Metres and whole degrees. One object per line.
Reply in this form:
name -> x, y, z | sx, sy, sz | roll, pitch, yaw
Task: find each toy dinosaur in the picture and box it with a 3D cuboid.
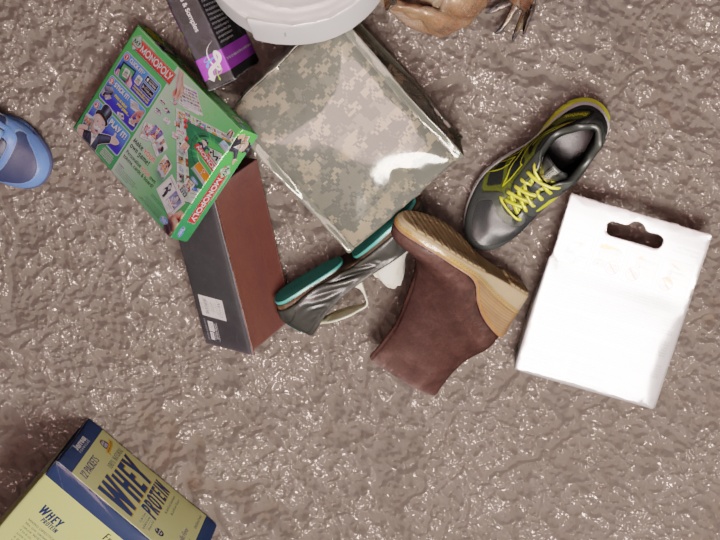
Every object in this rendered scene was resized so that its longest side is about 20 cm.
toy dinosaur -> 0.103, -0.277, 1.515 | 0.199, 0.135, 0.087 | -18, 59, 29

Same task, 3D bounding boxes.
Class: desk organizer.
desk organizer -> -0.138, -0.019, 1.595 | 0.071, 0.077, 0.202 | 11, 126, 36

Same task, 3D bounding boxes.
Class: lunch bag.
lunch bag -> -0.018, -0.150, 1.533 | 0.164, 0.118, 0.200 | -40, 103, 14

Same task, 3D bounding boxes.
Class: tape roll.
tape roll -> -0.063, -0.324, 1.446 | 0.200, 0.071, 0.205 | 0, 84, 2

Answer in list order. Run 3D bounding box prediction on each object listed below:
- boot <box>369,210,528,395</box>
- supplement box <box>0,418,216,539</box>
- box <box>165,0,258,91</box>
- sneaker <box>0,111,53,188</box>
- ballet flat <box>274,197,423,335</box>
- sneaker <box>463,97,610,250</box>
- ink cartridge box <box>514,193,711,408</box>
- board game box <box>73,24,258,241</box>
boot -> 0.066, 0.041, 1.570 | 0.199, 0.073, 0.166 | 33, 110, -33
supplement box -> -0.305, 0.317, 1.665 | 0.200, 0.134, 0.200 | 40, 104, -6
box -> -0.169, -0.286, 1.497 | 0.036, 0.143, 0.201 | -21, 101, 11
sneaker -> -0.420, -0.150, 1.583 | 0.199, 0.082, 0.074 | 34, 103, -6
ballet flat -> 0.000, 0.000, 1.599 | 0.199, 0.068, 0.069 | -35, 110, 14
sneaker -> 0.178, -0.099, 1.546 | 0.074, 0.085, 0.200 | 40, 104, -5
ink cartridge box -> 0.267, 0.031, 1.596 | 0.160, 0.050, 0.202 | 16, 101, 1
board game box -> -0.204, -0.143, 1.535 | 0.200, 0.029, 0.135 | 46, 107, 32
